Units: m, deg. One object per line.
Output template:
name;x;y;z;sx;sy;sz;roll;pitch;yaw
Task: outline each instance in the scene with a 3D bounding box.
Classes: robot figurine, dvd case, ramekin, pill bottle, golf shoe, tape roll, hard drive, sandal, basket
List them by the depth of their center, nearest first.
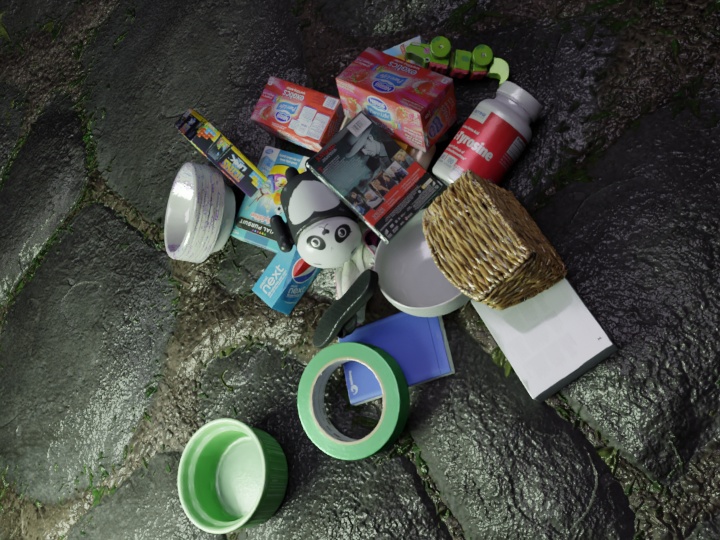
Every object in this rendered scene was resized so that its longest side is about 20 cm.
basket;0.208;-0.035;1.266;0.143;0.148;0.201;-45;56;22
pill bottle;0.224;-0.222;1.372;0.112;0.112;0.201;38;95;32
sandal;-0.020;0.079;1.376;0.200;0.048;0.076;-46;26;37
tape roll;-0.014;0.226;1.377;0.198;0.048;0.203;-3;83;26
dvd case;0.024;-0.165;1.379;0.200;0.022;0.146;43;76;4
hard drive;0.060;0.148;1.401;0.198;0.025;0.133;-22;65;22
robot figurine;-0.074;-0.102;1.418;0.150;0.124;0.202;-43;57;39
ramekin;-0.229;0.379;1.451;0.198;0.098;0.202;-9;71;27
golf shoe;0.000;0.000;1.456;0.091;0.075;0.202;-12;70;22

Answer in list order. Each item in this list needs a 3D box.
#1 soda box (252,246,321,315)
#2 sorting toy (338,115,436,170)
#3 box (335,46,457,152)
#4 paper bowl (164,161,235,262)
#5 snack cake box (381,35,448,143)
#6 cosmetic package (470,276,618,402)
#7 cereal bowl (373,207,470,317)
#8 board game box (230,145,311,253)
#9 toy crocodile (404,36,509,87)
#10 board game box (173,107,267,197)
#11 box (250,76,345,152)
soda box;-0.119;-0.018;1.533;0.068;0.064;0.201;39;96;33
sorting toy;0.021;-0.189;1.457;0.199;0.036;0.187;30;102;29
box;0.065;-0.306;1.403;0.199;0.096;0.100;30;66;31
paper bowl;-0.328;-0.116;1.631;0.200;0.103;0.203;-29;56;53
snack cake box;0.091;-0.331;1.509;0.114;0.067;0.202;-18;67;25
cosmetic package;0.293;0.086;1.273;0.150;0.052;0.201;-38;60;16
cereal bowl;0.126;-0.005;1.364;0.198;0.083;0.202;-9;58;15
board game box;-0.165;-0.141;1.607;0.150;0.047;0.202;19;84;33
toy crocodile;0.177;-0.380;1.444;0.198;0.068;0.062;10;84;-4
board game box;-0.285;-0.240;1.591;0.057;0.165;0.200;-46;28;-2
box;-0.110;-0.306;1.589;0.199;0.095;0.100;25;87;33
